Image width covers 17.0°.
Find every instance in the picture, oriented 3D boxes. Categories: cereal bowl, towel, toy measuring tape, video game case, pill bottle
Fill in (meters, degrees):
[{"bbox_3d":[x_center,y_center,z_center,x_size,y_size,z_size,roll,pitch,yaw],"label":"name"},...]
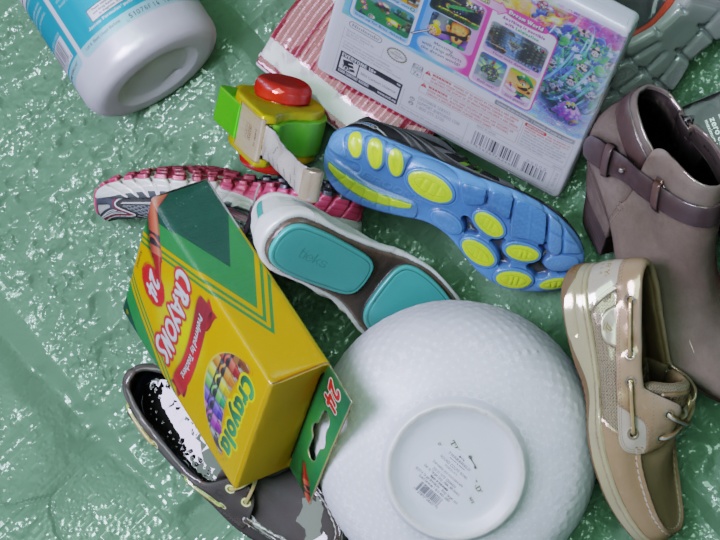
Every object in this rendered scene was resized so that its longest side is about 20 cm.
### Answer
[{"bbox_3d":[0.065,0.125,1.627,0.198,0.083,0.202,0,100,2],"label":"cereal bowl"},{"bbox_3d":[0.036,-0.187,1.748,0.144,0.023,0.200,39,92,12],"label":"towel"},{"bbox_3d":[-0.045,-0.090,1.687,0.074,0.074,0.200,-48,32,1],"label":"toy measuring tape"},{"bbox_3d":[0.076,-0.156,1.648,0.199,0.183,0.024,29,53,7],"label":"video game case"},{"bbox_3d":[-0.198,-0.220,1.754,0.110,0.111,0.201,-34,77,4],"label":"pill bottle"}]

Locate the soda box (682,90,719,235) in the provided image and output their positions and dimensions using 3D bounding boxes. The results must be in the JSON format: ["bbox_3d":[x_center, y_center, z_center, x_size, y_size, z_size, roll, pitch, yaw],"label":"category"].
[{"bbox_3d":[0.282,-0.027,1.650,0.070,0.063,0.201,-22,77,7],"label":"soda box"}]

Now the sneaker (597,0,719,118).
[{"bbox_3d":[0.195,-0.171,1.699,0.199,0.077,0.082,-35,44,11],"label":"sneaker"}]

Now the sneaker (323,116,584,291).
[{"bbox_3d":[0.071,-0.054,1.690,0.199,0.083,0.071,28,119,1],"label":"sneaker"}]

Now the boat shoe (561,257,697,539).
[{"bbox_3d":[0.189,0.090,1.616,0.064,0.071,0.201,-9,105,30],"label":"boat shoe"}]

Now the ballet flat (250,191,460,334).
[{"bbox_3d":[0.000,0.000,1.665,0.069,0.200,0.070,-28,45,33],"label":"ballet flat"}]

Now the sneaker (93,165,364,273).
[{"bbox_3d":[-0.098,-0.033,1.721,0.198,0.081,0.075,9,99,16],"label":"sneaker"}]

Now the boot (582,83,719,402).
[{"bbox_3d":[0.216,-0.022,1.617,0.070,0.147,0.200,-29,70,-28],"label":"boot"}]

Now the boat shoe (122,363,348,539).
[{"bbox_3d":[-0.089,0.137,1.700,0.201,0.061,0.072,38,90,15],"label":"boat shoe"}]

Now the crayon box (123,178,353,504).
[{"bbox_3d":[-0.086,0.055,1.638,0.051,0.127,0.200,-19,59,-30],"label":"crayon box"}]
